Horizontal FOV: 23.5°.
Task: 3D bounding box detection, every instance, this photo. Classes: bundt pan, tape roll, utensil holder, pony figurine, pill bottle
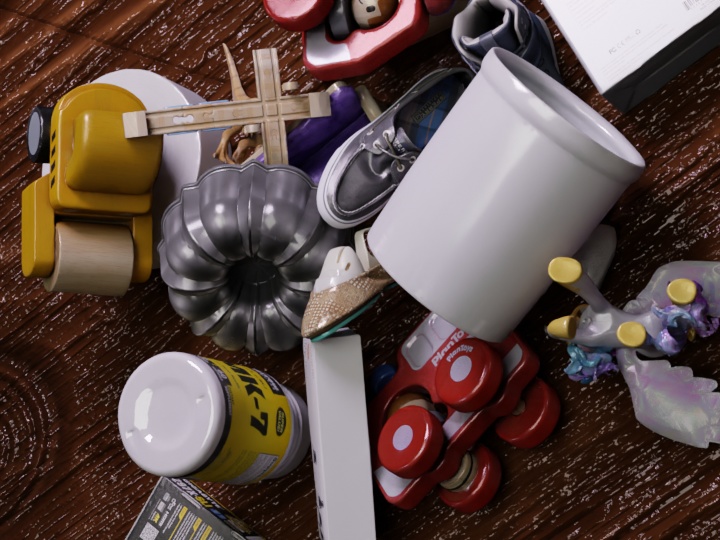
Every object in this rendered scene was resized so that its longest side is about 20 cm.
[{"bbox_3d":[-0.100,-0.001,1.668,0.201,0.202,0.076,-30,28,19],"label":"bundt pan"},{"bbox_3d":[-0.236,-0.107,1.828,0.200,0.071,0.205,-5,79,26],"label":"tape roll"},{"bbox_3d":[0.125,-0.063,1.512,0.170,0.169,0.201,44,108,26],"label":"utensil holder"},{"bbox_3d":[0.249,0.053,1.508,0.191,0.200,0.169,10,78,12],"label":"pony figurine"},{"bbox_3d":[-0.133,0.145,1.656,0.113,0.200,0.116,-5,79,26],"label":"pill bottle"}]

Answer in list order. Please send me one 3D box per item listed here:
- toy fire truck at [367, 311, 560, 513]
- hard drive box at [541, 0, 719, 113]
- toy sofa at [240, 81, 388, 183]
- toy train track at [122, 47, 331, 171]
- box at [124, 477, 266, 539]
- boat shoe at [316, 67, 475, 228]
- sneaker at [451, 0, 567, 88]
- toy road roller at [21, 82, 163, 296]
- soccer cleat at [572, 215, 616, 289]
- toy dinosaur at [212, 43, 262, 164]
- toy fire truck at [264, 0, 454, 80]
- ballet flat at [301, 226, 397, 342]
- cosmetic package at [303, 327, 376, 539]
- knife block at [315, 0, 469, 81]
[{"bbox_3d":[0.079,0.117,1.621,0.200,0.112,0.168,-49,38,12],"label":"toy fire truck"},{"bbox_3d":[0.247,-0.277,1.613,0.155,0.077,0.201,-35,68,17],"label":"hard drive box"},{"bbox_3d":[-0.049,-0.090,1.716,0.199,0.097,0.083,-37,66,15],"label":"toy sofa"},{"bbox_3d":[-0.124,-0.147,1.634,0.197,0.033,0.116,-7,94,-10],"label":"toy train track"},{"bbox_3d":[-0.181,0.331,1.732,0.159,0.049,0.201,32,95,25],"label":"box"},{"bbox_3d":[0.039,-0.119,1.628,0.200,0.066,0.070,-42,97,-18],"label":"boat shoe"},{"bbox_3d":[0.152,-0.165,1.603,0.076,0.146,0.204,-27,71,17],"label":"sneaker"},{"bbox_3d":[-0.255,-0.082,1.692,0.146,0.122,0.203,163,108,-63],"label":"toy road roller"},{"bbox_3d":[0.141,-0.023,1.623,0.198,0.070,0.087,7,83,27],"label":"soccer cleat"},{"bbox_3d":[-0.110,-0.156,1.770,0.107,0.060,0.200,-62,29,4],"label":"toy dinosaur"},{"bbox_3d":[0.007,-0.282,1.625,0.166,0.112,0.202,-8,67,22],"label":"toy fire truck"},{"bbox_3d":[0.000,0.000,1.624,0.070,0.200,0.066,-17,101,40],"label":"ballet flat"},{"bbox_3d":[-0.021,0.159,1.631,0.050,0.083,0.203,-5,93,-10],"label":"cosmetic package"},{"bbox_3d":[0.033,-0.251,1.723,0.199,0.064,0.177,27,94,28],"label":"knife block"}]
